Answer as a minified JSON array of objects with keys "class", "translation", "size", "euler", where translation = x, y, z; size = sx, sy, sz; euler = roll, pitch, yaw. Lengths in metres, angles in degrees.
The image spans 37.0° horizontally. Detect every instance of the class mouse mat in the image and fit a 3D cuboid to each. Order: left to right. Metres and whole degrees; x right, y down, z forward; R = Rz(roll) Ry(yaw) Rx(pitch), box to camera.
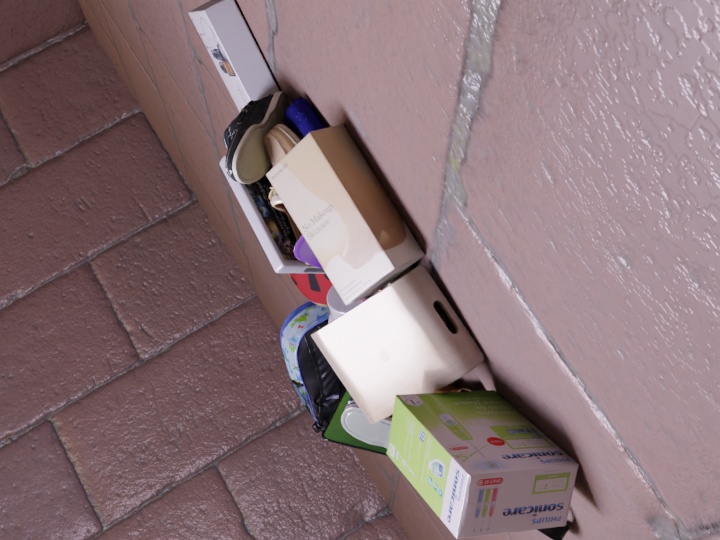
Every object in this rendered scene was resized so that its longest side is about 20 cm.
[{"class":"mouse mat","translation":[0.037,0.232,1.667],"size":[0.200,0.160,0.008],"euler":[-58,-22,-66]}]

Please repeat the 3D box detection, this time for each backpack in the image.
[{"class":"backpack","translation":[-0.047,0.142,1.870],"size":[0.147,0.183,0.201],"euler":[41,153,57]}]

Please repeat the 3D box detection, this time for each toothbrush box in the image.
[{"class":"toothbrush box","translation":[0.138,0.223,1.275],"size":[0.200,0.145,0.086],"euler":[-136,50,-60]}]

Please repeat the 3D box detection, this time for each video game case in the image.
[{"class":"video game case","translation":[-0.089,-0.078,1.528],"size":[0.023,0.181,0.200],"euler":[-47,59,32]}]

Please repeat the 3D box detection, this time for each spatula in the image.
[{"class":"spatula","translation":[0.000,0.000,1.435],"size":[0.200,0.057,0.021],"euler":[30,-162,-22]}]

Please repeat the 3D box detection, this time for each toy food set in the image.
[{"class":"toy food set","translation":[0.043,0.097,1.382],"size":[0.144,0.200,0.060],"euler":[56,-147,0]}]

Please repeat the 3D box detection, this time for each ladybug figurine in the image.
[{"class":"ladybug figurine","translation":[-0.062,-0.011,1.681],"size":[0.135,0.072,0.200],"euler":[8,143,22]}]

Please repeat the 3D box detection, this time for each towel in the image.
[{"class":"towel","translation":[-0.041,-0.125,1.475],"size":[0.200,0.049,0.148],"euler":[56,154,22]}]

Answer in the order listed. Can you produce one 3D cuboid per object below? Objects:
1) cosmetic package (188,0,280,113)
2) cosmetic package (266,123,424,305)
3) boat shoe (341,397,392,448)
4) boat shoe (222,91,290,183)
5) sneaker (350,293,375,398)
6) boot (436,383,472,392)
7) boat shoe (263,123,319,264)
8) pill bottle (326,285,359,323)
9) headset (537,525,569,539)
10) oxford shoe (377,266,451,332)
[{"class":"cosmetic package","translation":[-0.183,-0.311,1.630],"size":[0.200,0.052,0.151],"euler":[63,172,-18]},{"class":"cosmetic package","translation":[-0.020,-0.070,1.348],"size":[0.105,0.071,0.200],"euler":[-40,80,38]},{"class":"boat shoe","translation":[0.069,0.235,1.549],"size":[0.200,0.076,0.060],"euler":[33,-147,-3]},{"class":"boat shoe","translation":[-0.157,-0.186,1.498],"size":[0.200,0.066,0.075],"euler":[-70,-27,-44]},{"class":"sneaker","translation":[0.007,0.112,1.570],"size":[0.070,0.082,0.200],"euler":[-89,19,-58]},{"class":"boot","translation":[0.124,0.179,1.487],"size":[0.200,0.074,0.155],"euler":[45,168,10]},{"class":"boat shoe","translation":[-0.087,-0.101,1.445],"size":[0.201,0.069,0.074],"euler":[63,157,8]},{"class":"pill bottle","translation":[0.013,0.102,1.672],"size":[0.111,0.111,0.200],"euler":[48,165,46]},{"class":"headset","translation":[0.174,0.296,1.399],"size":[0.200,0.094,0.124],"euler":[35,178,6]},{"class":"oxford shoe","translation":[0.081,0.053,1.406],"size":[0.074,0.071,0.201],"euler":[-9,109,46]}]
